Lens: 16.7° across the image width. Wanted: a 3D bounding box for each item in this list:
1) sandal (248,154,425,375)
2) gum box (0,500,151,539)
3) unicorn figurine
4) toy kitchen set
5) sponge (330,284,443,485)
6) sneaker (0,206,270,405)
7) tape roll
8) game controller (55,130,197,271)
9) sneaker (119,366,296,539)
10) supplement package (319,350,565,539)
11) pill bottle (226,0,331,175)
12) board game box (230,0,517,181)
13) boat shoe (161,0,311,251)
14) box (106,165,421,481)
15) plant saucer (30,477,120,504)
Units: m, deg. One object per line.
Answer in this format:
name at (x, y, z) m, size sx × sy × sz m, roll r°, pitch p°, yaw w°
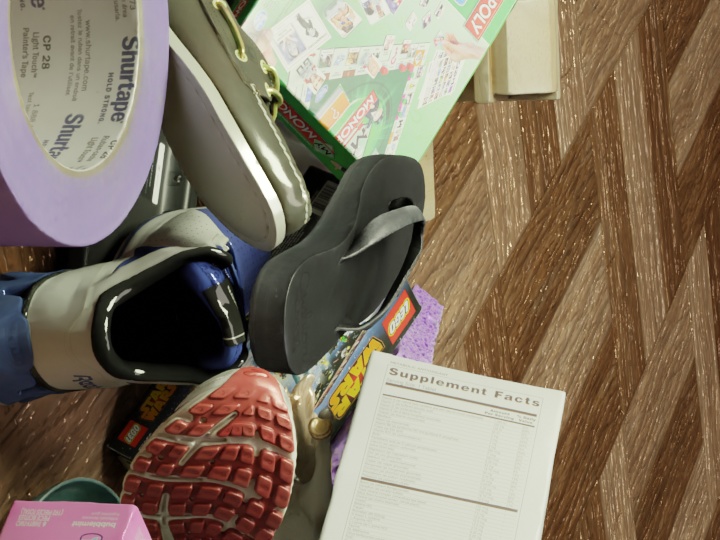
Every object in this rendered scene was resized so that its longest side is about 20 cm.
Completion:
sandal at (0.000, 0.001, 1.248) m, size 0.200 × 0.043 × 0.076 m, roll -51°, pitch 141°, yaw -58°
gum box at (-0.124, 0.217, 1.172) m, size 0.200 × 0.066 × 0.114 m, roll 72°, pitch 26°, yaw -42°
unicorn figurine at (-0.049, 0.165, 1.334) m, size 0.200 × 0.074 × 0.137 m, roll -55°, pitch 159°, yaw -35°
toy kitchen set at (0.021, -0.123, 1.511) m, size 0.180 × 0.163 × 0.200 m, roll -20°, pitch 109°, yaw -69°
sponge at (0.002, 0.085, 1.509) m, size 0.112 × 0.030 × 0.200 m, roll -51°, pitch -174°, yaw 18°
sneaker at (-0.088, 0.021, 1.214) m, size 0.199 × 0.115 × 0.081 m, roll -23°, pitch 108°, yaw -54°
tape roll at (-0.163, -0.110, 1.107) m, size 0.200 × 0.085 × 0.200 m, roll 1°, pitch 90°, yaw -71°
game controller at (-0.121, -0.054, 1.313) m, size 0.104 × 0.042 × 0.200 m, roll 26°, pitch 65°, yaw -52°
sneaker at (-0.084, 0.111, 1.213) m, size 0.082 × 0.078 × 0.200 m, roll -81°, pitch -165°, yaw -45°
supplement package at (0.034, 0.158, 1.285) m, size 0.110 × 0.114 × 0.200 m, roll 98°, pitch 6°, yaw -46°
pill bottle at (-0.032, -0.150, 1.423) m, size 0.120 × 0.120 × 0.200 m, roll 49°, pitch 45°, yaw -62°
board game box at (0.014, -0.153, 1.363) m, size 0.135 × 0.029 × 0.200 m, roll 45°, pitch 59°, yaw -25°
boat shoe at (-0.075, -0.096, 1.225) m, size 0.202 × 0.060 × 0.072 m, roll 55°, pitch -30°, yaw 27°
box at (-0.050, 0.058, 1.389) m, size 0.200 × 0.040 × 0.137 m, roll -54°, pitch 148°, yaw -18°
plant saucer at (-0.154, 0.203, 1.227) m, size 0.200 × 0.027 × 0.200 m, roll 0°, pitch 90°, yaw -71°
